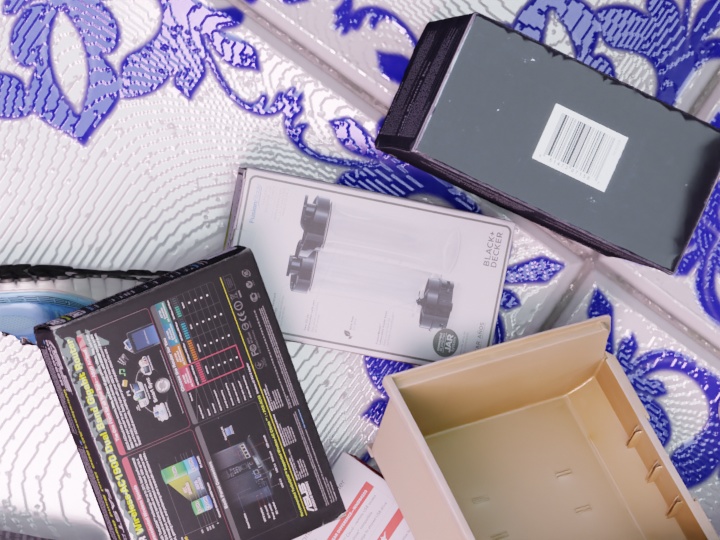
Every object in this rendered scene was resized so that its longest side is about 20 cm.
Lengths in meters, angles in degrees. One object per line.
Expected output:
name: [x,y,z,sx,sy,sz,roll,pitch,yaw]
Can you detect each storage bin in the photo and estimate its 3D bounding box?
storage bin: [0.134,0.154,1.543,0.197,0.094,0.201,-15,59,-23]

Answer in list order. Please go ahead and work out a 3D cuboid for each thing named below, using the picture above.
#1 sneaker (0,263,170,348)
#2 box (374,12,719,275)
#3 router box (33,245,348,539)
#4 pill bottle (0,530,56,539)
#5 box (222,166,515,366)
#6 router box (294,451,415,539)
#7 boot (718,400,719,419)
sneaker: [-0.204,0.045,1.564,0.198,0.078,0.091,3,97,-8]
box: [0.128,-0.089,1.548,0.199,0.182,0.105,25,90,-10]
router box: [-0.114,0.103,1.512,0.149,0.062,0.201,-22,97,-20]
pill bottle: [-0.233,0.240,1.553,0.198,0.113,0.114,11,92,-8]
box: [0.000,0.000,1.597,0.198,0.060,0.118,10,92,-9]
router box: [0.008,0.260,1.589,0.179,0.049,0.201,35,89,14]
boot: [0.365,0.131,1.640,0.199,0.096,0.074,20,91,-9]
